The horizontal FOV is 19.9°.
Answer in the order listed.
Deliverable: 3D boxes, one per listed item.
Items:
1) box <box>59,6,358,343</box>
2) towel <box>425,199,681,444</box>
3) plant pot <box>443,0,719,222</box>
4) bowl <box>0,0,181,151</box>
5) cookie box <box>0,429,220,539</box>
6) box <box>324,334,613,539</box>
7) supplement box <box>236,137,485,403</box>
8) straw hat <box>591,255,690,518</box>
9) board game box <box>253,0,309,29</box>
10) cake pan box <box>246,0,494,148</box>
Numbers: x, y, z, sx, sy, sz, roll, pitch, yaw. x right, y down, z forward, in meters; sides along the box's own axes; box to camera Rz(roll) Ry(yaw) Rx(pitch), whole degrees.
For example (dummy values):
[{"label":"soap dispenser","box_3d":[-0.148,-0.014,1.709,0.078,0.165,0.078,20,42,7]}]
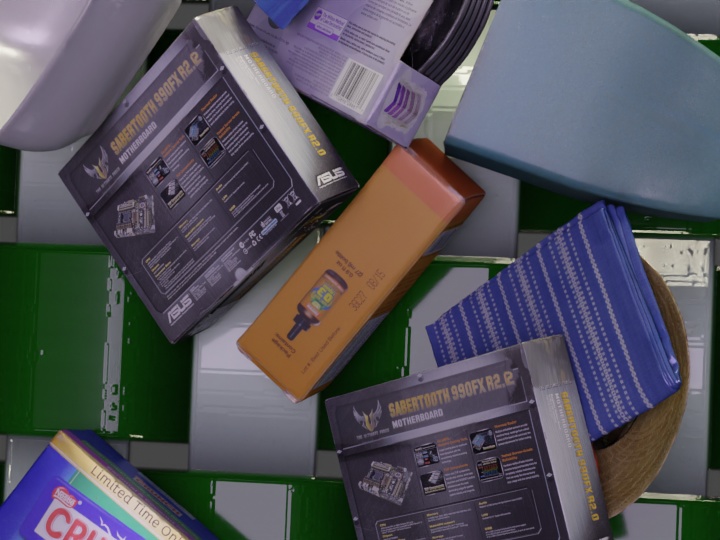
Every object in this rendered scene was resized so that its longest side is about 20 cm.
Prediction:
[{"label":"box","box_3d":[-0.113,-0.065,1.472,0.200,0.048,0.159,-42,78,39]},{"label":"towel","box_3d":[0.133,0.058,1.429,0.200,0.024,0.146,-37,62,41]},{"label":"plant pot","box_3d":[0.177,-0.115,1.444,0.199,0.141,0.142,22,91,3]},{"label":"bowl","box_3d":[-0.199,-0.188,1.484,0.074,0.200,0.200,27,111,-26]},{"label":"cookie box","box_3d":[-0.209,0.246,1.514,0.171,0.075,0.200,38,92,10]},{"label":"box","box_3d":[0.074,0.144,1.436,0.199,0.048,0.159,-20,81,43]},{"label":"supplement box","box_3d":[0.000,0.000,1.478,0.067,0.069,0.200,43,106,9]},{"label":"straw hat","box_3d":[0.181,0.080,1.448,0.200,0.085,0.203,-7,80,47]},{"label":"board game box","box_3d":[-0.044,-0.301,1.482,0.199,0.043,0.200,-46,47,3]},{"label":"cake pan box","box_3d":[0.012,-0.200,1.459,0.200,0.052,0.185,30,93,50]}]
